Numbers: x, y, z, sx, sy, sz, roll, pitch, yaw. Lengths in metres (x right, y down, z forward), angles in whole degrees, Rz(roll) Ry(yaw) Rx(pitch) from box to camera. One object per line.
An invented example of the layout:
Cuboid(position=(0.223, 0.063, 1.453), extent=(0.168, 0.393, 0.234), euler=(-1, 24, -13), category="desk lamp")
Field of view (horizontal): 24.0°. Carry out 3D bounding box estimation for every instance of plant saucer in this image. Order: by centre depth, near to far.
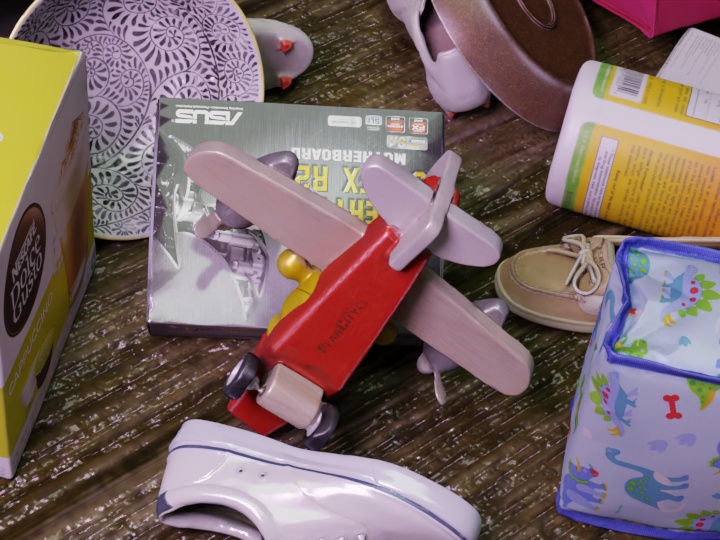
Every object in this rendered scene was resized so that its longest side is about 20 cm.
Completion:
Cuboid(position=(0.124, -0.204, 1.317), extent=(0.200, 0.034, 0.201), euler=(31, 42, -34), category="plant saucer")

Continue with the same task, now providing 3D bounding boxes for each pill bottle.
Cuboid(position=(0.245, -0.076, 1.240), extent=(0.199, 0.111, 0.111), euler=(17, 47, 8), category="pill bottle")

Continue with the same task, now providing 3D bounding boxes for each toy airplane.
Cuboid(position=(0.000, 0.000, 1.056), extent=(0.198, 0.201, 0.141), euler=(-8, 23, 5), category="toy airplane")

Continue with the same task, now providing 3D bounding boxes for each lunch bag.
Cuboid(position=(0.236, 0.084, 1.047), extent=(0.199, 0.171, 0.128), euler=(13, 49, 6), category="lunch bag")

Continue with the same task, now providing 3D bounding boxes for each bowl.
Cuboid(position=(-0.178, -0.130, 1.212), extent=(0.200, 0.202, 0.094), euler=(-18, 23, -23), category="bowl")

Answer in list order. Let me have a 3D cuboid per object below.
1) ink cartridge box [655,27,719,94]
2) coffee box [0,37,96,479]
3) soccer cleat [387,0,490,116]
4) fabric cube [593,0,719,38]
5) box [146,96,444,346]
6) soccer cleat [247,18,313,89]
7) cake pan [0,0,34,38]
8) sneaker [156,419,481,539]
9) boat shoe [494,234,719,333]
Cuboid(position=(0.326, -0.111, 1.328), extent=(0.199, 0.051, 0.109), euler=(25, 48, 15), category="ink cartridge box")
Cuboid(position=(-0.288, -0.020, 1.056), extent=(0.199, 0.198, 0.200), euler=(10, 46, 2), category="coffee box")
Cuboid(position=(0.062, -0.210, 1.351), extent=(0.069, 0.078, 0.201), euler=(-19, 50, 2), category="soccer cleat")
Cuboid(position=(0.271, -0.334, 1.407), extent=(0.198, 0.201, 0.196), euler=(-19, 37, -24), category="fabric cube")
Cuboid(position=(-0.044, -0.032, 1.155), extent=(0.199, 0.048, 0.159), euler=(3, 76, -5), category="box")
Cuboid(position=(-0.137, -0.173, 1.316), extent=(0.199, 0.070, 0.078), euler=(-8, 45, -11), category="soccer cleat")
Cuboid(position=(-0.226, -0.215, 1.267), extent=(0.199, 0.200, 0.037), euler=(-14, 90, -20), category="cake pan")
Cuboid(position=(-0.028, 0.151, 1.027), extent=(0.199, 0.073, 0.071), euler=(12, 60, 13), category="sneaker")
Cuboid(position=(0.195, 0.001, 1.193), extent=(0.199, 0.063, 0.073), euler=(5, 46, -3), category="boat shoe")
